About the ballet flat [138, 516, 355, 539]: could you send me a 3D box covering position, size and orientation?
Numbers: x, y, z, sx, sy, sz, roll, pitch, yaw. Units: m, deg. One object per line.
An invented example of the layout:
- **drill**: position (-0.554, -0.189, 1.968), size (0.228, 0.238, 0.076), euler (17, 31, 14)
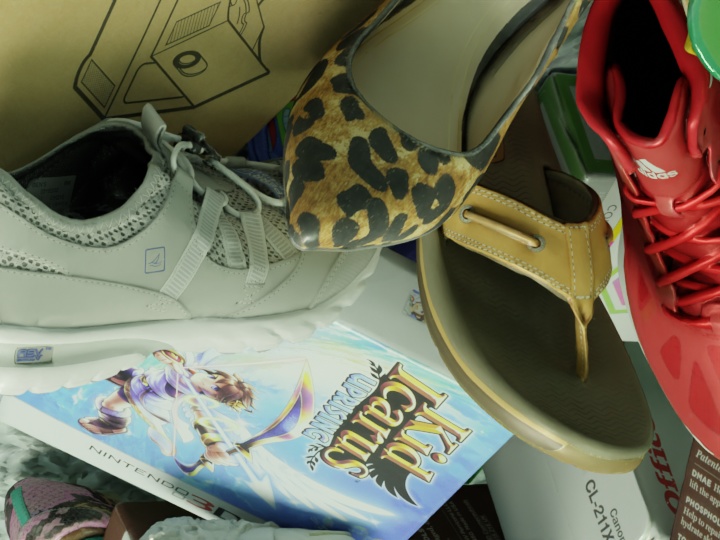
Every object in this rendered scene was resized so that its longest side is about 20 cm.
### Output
- **ballet flat**: position (-0.001, 0.142, 1.188), size (0.200, 0.072, 0.072), euler (30, 129, -21)

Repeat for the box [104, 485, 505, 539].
- **box**: position (-0.023, 0.157, 1.292), size (0.200, 0.075, 0.100), euler (0, 128, -29)

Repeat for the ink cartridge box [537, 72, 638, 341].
- **ink cartridge box**: position (0.150, -0.022, 1.223), size (0.200, 0.059, 0.104), euler (3, 140, -27)

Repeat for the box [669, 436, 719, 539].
- **box**: position (0.193, 0.078, 1.187), size (0.100, 0.075, 0.200), euler (-4, 116, -34)

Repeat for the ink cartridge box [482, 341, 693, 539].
- **ink cartridge box**: position (0.152, 0.100, 1.324), size (0.200, 0.146, 0.083), euler (18, 133, -39)

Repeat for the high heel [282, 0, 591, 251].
- **high heel**: position (0.043, -0.092, 0.983), size (0.071, 0.200, 0.143), euler (37, 131, 3)

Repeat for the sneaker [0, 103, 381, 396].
- **sneaker**: position (-0.060, -0.017, 0.970), size (0.200, 0.075, 0.082), euler (-19, 125, -47)

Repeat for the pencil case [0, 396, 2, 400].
- **pencil case**: position (-0.166, 0.022, 1.109), size (0.083, 0.091, 0.200), euler (-44, 175, -33)

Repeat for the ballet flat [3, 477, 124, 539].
- **ballet flat**: position (-0.091, 0.140, 1.350), size (0.069, 0.071, 0.200), euler (-44, 136, 14)

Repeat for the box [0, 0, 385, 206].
- **box**: position (-0.054, -0.104, 0.976), size (0.200, 0.021, 0.163), euler (-46, 145, -4)

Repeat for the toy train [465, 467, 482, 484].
- **toy train**: position (-0.022, 0.069, 1.306), size (0.200, 0.042, 0.056), euler (15, 126, -38)

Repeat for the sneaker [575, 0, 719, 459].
- **sneaker**: position (0.115, -0.018, 1.071), size (0.078, 0.200, 0.116), euler (-17, 179, 20)

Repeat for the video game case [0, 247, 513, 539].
- **video game case**: position (-0.042, 0.041, 1.144), size (0.181, 0.045, 0.200), euler (25, 149, -8)

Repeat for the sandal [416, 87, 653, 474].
- **sandal**: position (0.061, -0.018, 1.060), size (0.080, 0.200, 0.054), euler (5, 146, -31)

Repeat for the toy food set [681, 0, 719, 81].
- **toy food set**: position (0.206, -0.121, 1.016), size (0.200, 0.049, 0.198), euler (17, 98, -16)

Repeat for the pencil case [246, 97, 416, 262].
- **pencil case**: position (0.000, 0.000, 1.174), size (0.087, 0.078, 0.200), euler (8, 147, 6)
